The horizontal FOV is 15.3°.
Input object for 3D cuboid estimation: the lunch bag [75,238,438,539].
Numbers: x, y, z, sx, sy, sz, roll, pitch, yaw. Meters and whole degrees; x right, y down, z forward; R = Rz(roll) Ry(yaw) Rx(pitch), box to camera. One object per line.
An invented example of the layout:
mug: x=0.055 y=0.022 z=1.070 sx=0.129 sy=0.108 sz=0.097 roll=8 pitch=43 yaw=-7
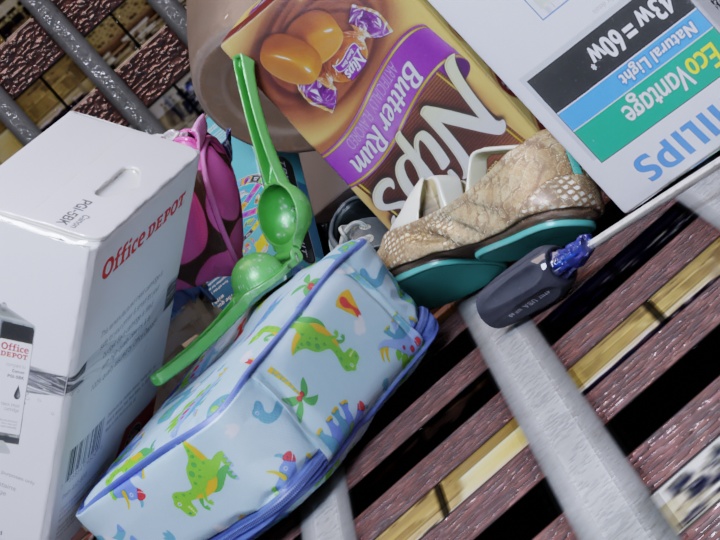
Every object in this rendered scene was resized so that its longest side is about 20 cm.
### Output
lunch bag: x=-0.057 y=0.079 z=1.446 sx=0.161 sy=0.082 sz=0.200 roll=-34 pitch=11 yaw=40

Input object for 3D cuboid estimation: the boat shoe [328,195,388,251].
boat shoe: x=0.000 y=0.000 z=1.669 sx=0.073 sy=0.062 sz=0.200 roll=-40 pitch=8 yaw=14

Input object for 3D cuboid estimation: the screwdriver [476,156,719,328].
screwdriver: x=0.120 y=-0.022 z=1.300 sx=0.200 sy=0.029 sz=0.028 roll=-41 pitch=6 yaw=45

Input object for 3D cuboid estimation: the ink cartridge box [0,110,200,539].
ink cartridge box: x=-0.163 y=0.034 z=1.438 sx=0.147 sy=0.083 sz=0.200 roll=-48 pitch=-26 yaw=-60

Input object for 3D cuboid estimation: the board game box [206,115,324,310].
board game box: x=-0.095 y=0.003 z=1.771 sx=0.151 sy=0.047 sz=0.200 roll=-38 pitch=48 yaw=29

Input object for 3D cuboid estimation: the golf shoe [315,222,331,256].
golf shoe: x=-0.064 y=0.015 z=1.856 sx=0.200 sy=0.078 sz=0.095 roll=-36 pitch=10 yaw=33

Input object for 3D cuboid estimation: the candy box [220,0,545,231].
candy box: x=0.032 y=-0.096 z=1.518 sx=0.117 sy=0.200 sz=0.056 roll=-37 pitch=13 yaw=32

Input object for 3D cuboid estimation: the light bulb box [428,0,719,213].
light bulb box: x=0.146 y=-0.175 z=1.397 sx=0.125 sy=0.200 sz=0.198 roll=-37 pitch=9 yaw=42

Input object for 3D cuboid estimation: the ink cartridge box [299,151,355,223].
ink cartridge box: x=-0.049 y=-0.051 z=1.958 sx=0.200 sy=0.084 sz=0.146 roll=-39 pitch=-13 yaw=22

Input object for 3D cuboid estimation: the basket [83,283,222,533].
basket: x=-0.163 y=0.059 z=1.626 sx=0.176 sy=0.200 sz=0.139 roll=-40 pitch=4 yaw=5

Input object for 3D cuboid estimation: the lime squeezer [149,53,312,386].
lime squeezer: x=-0.060 y=-0.017 z=1.478 sx=0.038 sy=0.071 sz=0.200 roll=-4 pitch=62 yaw=37

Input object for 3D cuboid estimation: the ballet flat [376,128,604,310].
ballet flat: x=0.063 y=-0.029 z=1.470 sx=0.070 sy=0.065 sz=0.200 roll=4 pitch=-18 yaw=-37

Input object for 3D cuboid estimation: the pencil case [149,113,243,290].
pencil case: x=-0.166 y=-0.026 z=1.540 sx=0.200 sy=0.094 sz=0.091 roll=-13 pitch=34 yaw=9

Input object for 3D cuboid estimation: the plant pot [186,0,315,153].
plant pot: x=-0.036 y=-0.172 z=1.731 sx=0.200 sy=0.200 sz=0.175 roll=-36 pitch=30 yaw=38
